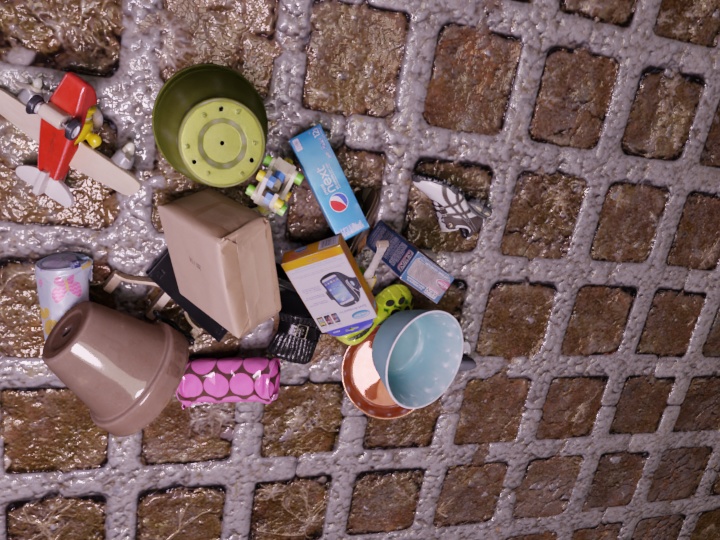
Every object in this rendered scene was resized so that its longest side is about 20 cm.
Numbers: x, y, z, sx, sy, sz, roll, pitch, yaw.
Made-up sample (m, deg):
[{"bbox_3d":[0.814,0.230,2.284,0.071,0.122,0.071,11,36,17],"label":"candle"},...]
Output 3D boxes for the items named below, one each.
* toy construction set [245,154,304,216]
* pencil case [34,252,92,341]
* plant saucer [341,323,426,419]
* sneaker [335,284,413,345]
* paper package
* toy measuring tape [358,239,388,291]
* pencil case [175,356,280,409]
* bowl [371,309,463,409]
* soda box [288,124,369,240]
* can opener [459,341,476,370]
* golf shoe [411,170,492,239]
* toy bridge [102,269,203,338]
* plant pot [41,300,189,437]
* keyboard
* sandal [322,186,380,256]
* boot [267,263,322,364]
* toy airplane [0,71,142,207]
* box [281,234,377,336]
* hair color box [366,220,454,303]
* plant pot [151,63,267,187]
[{"bbox_3d":[-0.164,-0.126,1.050,0.092,0.199,0.132,36,57,-19],"label":"toy construction set"},{"bbox_3d":[-0.505,0.071,1.045,0.090,0.082,0.204,-28,127,-57],"label":"pencil case"},{"bbox_3d":[0.057,0.215,1.295,0.196,0.032,0.204,0,91,-1],"label":"plant saucer"},{"bbox_3d":[0.025,0.085,1.250,0.198,0.083,0.075,-27,100,-28],"label":"sneaker"},{"bbox_3d":[-0.235,-0.018,1.016,0.103,0.199,0.193,-28,129,-35],"label":"paper package"},{"bbox_3d":[0.000,0.000,1.153,0.072,0.074,0.202,5,134,-21],"label":"toy measuring tape"},{"bbox_3d":[-0.252,0.215,1.159,0.196,0.091,0.095,-3,76,6],"label":"pencil case"},{"bbox_3d":[0.100,0.161,1.204,0.198,0.104,0.205,-12,111,-33],"label":"bowl"},{"bbox_3d":[-0.057,-0.154,1.089,0.063,0.068,0.202,-26,97,-4],"label":"soda box"},{"bbox_3d":[0.162,0.192,1.346,0.196,0.067,0.054,-1,110,-14],"label":"can opener"},{"bbox_3d":[0.175,-0.127,1.215,0.198,0.078,0.095,25,101,-25],"label":"golf shoe"},{"bbox_3d":[-0.371,0.059,1.118,0.199,0.027,0.067,40,93,-29],"label":"toy bridge"},{"bbox_3d":[-0.412,0.144,0.992,0.200,0.200,0.175,-42,128,1],"label":"plant pot"},{"bbox_3d":[-0.321,0.063,1.120,0.128,0.020,0.201,-53,125,-23],"label":"keyboard"},{"bbox_3d":[-0.018,-0.068,1.181,0.054,0.081,0.202,28,93,-49],"label":"sandal"},{"bbox_3d":[-0.151,0.088,1.179,0.209,0.079,0.159,28,99,-27],"label":"boot"},{"bbox_3d":[-0.453,-0.204,0.940,0.196,0.142,0.202,-2,128,22],"label":"toy airplane"},{"bbox_3d":[-0.049,0.036,1.112,0.117,0.042,0.201,-16,127,16],"label":"box"},{"bbox_3d":[0.089,-0.021,1.155,0.099,0.200,0.061,33,98,-28],"label":"hair color box"},{"bbox_3d":[-0.231,-0.218,0.967,0.197,0.193,0.204,-7,113,-17],"label":"plant pot"}]
